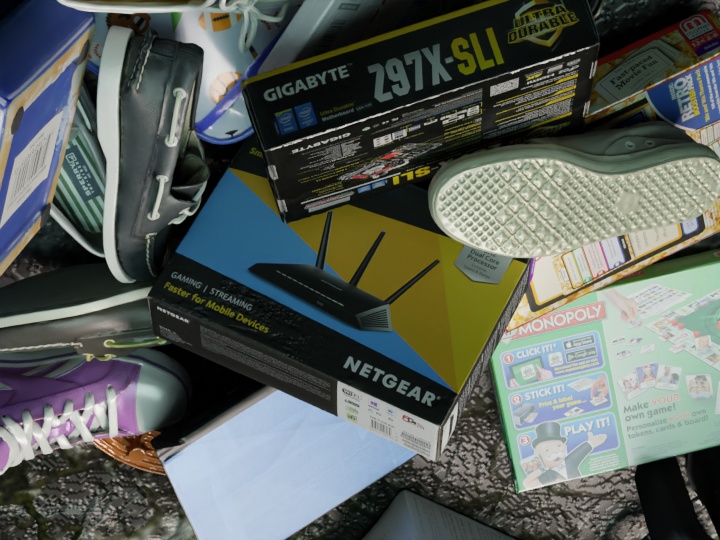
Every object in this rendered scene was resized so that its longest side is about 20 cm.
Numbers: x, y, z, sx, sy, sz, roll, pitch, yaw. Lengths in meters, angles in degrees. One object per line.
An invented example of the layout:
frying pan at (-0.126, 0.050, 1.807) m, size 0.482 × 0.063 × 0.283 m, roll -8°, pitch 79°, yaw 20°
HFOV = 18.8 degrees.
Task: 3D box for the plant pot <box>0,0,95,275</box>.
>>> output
plant pot at (-0.264, -0.088, 1.218) m, size 0.179 × 0.200 × 0.201 m, roll 20°, pitch 118°, yaw 4°

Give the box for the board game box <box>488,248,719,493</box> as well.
board game box at (0.191, 0.068, 1.518) m, size 0.199 × 0.029 × 0.135 m, roll -13°, pitch 106°, yaw -2°

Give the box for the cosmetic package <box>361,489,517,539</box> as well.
cosmetic package at (0.087, 0.258, 1.617) m, size 0.199 × 0.081 × 0.113 m, roll 27°, pitch 115°, yaw -27°

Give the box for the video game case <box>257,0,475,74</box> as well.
video game case at (0.035, -0.165, 1.289) m, size 0.143 × 0.018 × 0.200 m, roll -54°, pitch 157°, yaw 23°

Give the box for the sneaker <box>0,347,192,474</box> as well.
sneaker at (-0.211, 0.105, 1.422) m, size 0.199 × 0.115 × 0.073 m, roll -1°, pitch 126°, yaw 0°

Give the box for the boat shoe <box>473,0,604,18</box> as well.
boat shoe at (0.110, -0.165, 1.308) m, size 0.074 × 0.063 × 0.202 m, roll -40°, pitch 157°, yaw -19°

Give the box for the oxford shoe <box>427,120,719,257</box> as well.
oxford shoe at (0.126, -0.054, 1.324) m, size 0.199 × 0.058 × 0.076 m, roll -8°, pitch 127°, yaw -25°

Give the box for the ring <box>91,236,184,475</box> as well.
ring at (-0.110, 0.065, 1.488) m, size 0.199 × 0.019 × 0.201 m, roll -5°, pitch 124°, yaw -8°

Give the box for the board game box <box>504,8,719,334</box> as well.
board game box at (0.158, -0.062, 1.407) m, size 0.199 × 0.046 × 0.152 m, roll -25°, pitch 134°, yaw -4°

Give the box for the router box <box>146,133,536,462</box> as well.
router box at (-0.010, 0.010, 1.339) m, size 0.199 × 0.150 × 0.051 m, roll 23°, pitch 150°, yaw 13°

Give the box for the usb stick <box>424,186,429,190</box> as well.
usb stick at (0.000, 0.000, 1.413) m, size 0.199 × 0.033 × 0.056 m, roll -32°, pitch 134°, yaw -19°

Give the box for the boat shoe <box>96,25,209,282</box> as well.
boat shoe at (-0.120, -0.060, 1.299) m, size 0.060 × 0.076 × 0.201 m, roll 8°, pitch 144°, yaw 5°

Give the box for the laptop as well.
laptop at (-0.030, 0.112, 1.445) m, size 0.187 × 0.200 × 0.116 m, roll -32°, pitch 92°, yaw -14°

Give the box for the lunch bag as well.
lunch bag at (-0.070, -0.179, 1.302) m, size 0.160 × 0.076 × 0.200 m, roll 33°, pitch 113°, yaw -30°

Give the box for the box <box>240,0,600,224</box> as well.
box at (0.036, -0.096, 1.262) m, size 0.199 × 0.050 × 0.160 m, roll -18°, pitch 168°, yaw -1°

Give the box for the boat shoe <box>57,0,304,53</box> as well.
boat shoe at (-0.079, -0.165, 1.205) m, size 0.201 × 0.086 × 0.075 m, roll 1°, pitch 128°, yaw -20°

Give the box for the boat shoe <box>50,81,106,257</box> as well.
boat shoe at (-0.195, -0.094, 1.337) m, size 0.073 × 0.067 × 0.200 m, roll -32°, pitch 123°, yaw 10°

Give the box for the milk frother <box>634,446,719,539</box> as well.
milk frother at (0.283, 0.223, 1.563) m, size 0.179 × 0.189 × 0.201 m, roll -5°, pitch 123°, yaw -5°

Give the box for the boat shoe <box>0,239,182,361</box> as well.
boat shoe at (-0.154, 0.028, 1.400) m, size 0.200 × 0.072 × 0.061 m, roll -13°, pitch 114°, yaw -7°
